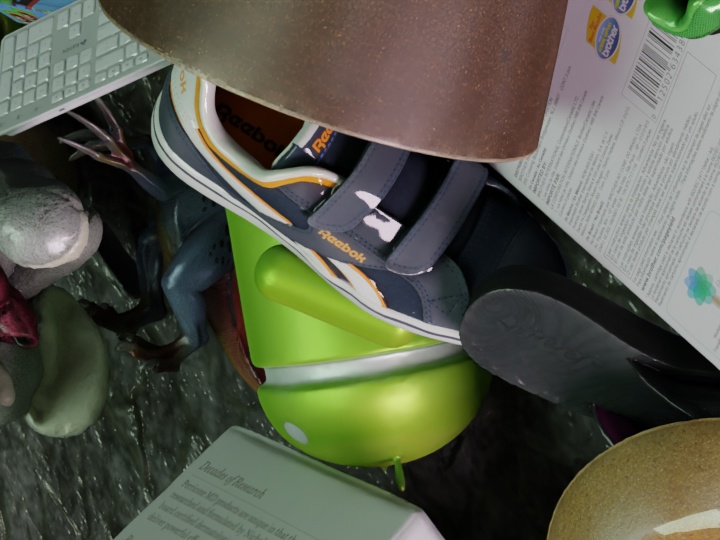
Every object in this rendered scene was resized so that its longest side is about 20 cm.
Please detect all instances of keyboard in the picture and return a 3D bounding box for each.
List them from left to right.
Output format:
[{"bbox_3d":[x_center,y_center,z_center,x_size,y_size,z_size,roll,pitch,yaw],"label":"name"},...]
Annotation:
[{"bbox_3d":[-0.095,-0.116,1.289,0.199,0.011,0.057,-21,60,34],"label":"keyboard"}]

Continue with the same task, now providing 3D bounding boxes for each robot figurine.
[{"bbox_3d":[0.000,0.000,1.317,0.175,0.115,0.201,-138,39,-86],"label":"robot figurine"}]

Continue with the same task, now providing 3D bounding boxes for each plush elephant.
[{"bbox_3d":[-0.200,0.022,1.384,0.200,0.164,0.156,-92,-4,-75],"label":"plush elephant"}]

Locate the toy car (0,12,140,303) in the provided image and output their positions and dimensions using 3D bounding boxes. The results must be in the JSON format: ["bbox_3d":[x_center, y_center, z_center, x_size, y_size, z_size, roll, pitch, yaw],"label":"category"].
[{"bbox_3d":[-0.211,-0.039,1.533,0.200,0.164,0.158,47,138,6],"label":"toy car"}]

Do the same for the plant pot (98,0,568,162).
[{"bbox_3d":[0.014,-0.171,1.108,0.187,0.186,0.201,31,110,36],"label":"plant pot"}]

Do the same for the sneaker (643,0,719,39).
[{"bbox_3d":[0.122,-0.180,1.054,0.078,0.085,0.201,3,121,48],"label":"sneaker"}]

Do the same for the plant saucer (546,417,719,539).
[{"bbox_3d":[0.170,0.149,1.186,0.199,0.035,0.201,12,131,14],"label":"plant saucer"}]

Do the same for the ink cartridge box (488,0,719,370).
[{"bbox_3d":[0.134,-0.069,1.173,0.200,0.076,0.137,42,133,27],"label":"ink cartridge box"}]

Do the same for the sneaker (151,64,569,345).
[{"bbox_3d":[0.004,-0.035,1.208,0.199,0.079,0.079,27,156,-2],"label":"sneaker"}]

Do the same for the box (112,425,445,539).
[{"bbox_3d":[-0.010,0.202,1.337,0.199,0.131,0.200,54,163,-25],"label":"box"}]

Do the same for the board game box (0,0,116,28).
[{"bbox_3d":[-0.083,-0.178,1.340,0.200,0.037,0.152,16,81,43],"label":"board game box"}]

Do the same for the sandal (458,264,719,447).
[{"bbox_3d":[0.132,0.065,1.188,0.200,0.048,0.075,22,137,-2],"label":"sandal"}]

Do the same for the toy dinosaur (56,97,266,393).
[{"bbox_3d":[-0.087,-0.046,1.462,0.182,0.199,0.105,-63,29,8],"label":"toy dinosaur"}]
